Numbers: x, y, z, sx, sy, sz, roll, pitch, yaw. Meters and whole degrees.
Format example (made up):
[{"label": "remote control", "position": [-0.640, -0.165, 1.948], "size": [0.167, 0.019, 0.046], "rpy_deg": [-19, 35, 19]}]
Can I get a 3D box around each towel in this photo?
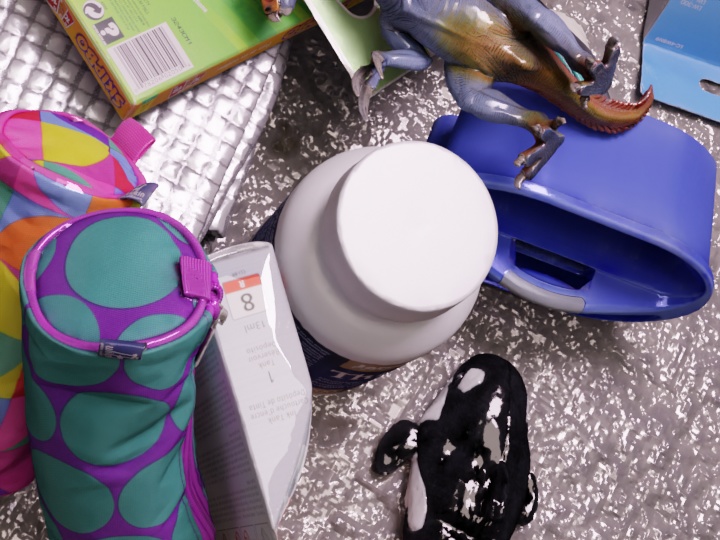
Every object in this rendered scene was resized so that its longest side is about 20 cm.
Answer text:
[{"label": "towel", "position": [-0.135, -0.102, 0.780], "size": [0.164, 0.086, 0.202], "rpy_deg": [24, 70, -13]}]

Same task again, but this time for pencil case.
[{"label": "pencil case", "position": [-0.110, 0.072, 0.654], "size": [0.091, 0.202, 0.086], "rpy_deg": [7, 44, 0]}, {"label": "pencil case", "position": [-0.170, 0.017, 0.690], "size": [0.088, 0.089, 0.201], "rpy_deg": [24, 113, -11]}]

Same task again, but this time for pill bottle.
[{"label": "pill bottle", "position": [0.000, 0.000, 0.735], "size": [0.109, 0.200, 0.113], "rpy_deg": [4, 77, -16]}]

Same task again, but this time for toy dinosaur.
[{"label": "toy dinosaur", "position": [0.037, -0.121, 0.722], "size": [0.181, 0.200, 0.106], "rpy_deg": [38, 98, 25]}]

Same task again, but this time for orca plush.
[{"label": "orca plush", "position": [0.053, 0.137, 0.791], "size": [0.105, 0.071, 0.201], "rpy_deg": [39, 70, -6]}]

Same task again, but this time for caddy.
[{"label": "caddy", "position": [0.115, -0.029, 0.811], "size": [0.198, 0.141, 0.106], "rpy_deg": [19, 70, -12]}]

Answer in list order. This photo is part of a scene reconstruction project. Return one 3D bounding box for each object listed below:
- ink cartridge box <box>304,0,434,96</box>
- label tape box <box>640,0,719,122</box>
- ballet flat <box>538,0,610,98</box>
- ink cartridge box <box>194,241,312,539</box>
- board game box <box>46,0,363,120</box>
[{"label": "ink cartridge box", "position": [0.035, -0.202, 0.789], "size": [0.199, 0.048, 0.146], "rpy_deg": [-35, 97, -19]}, {"label": "label tape box", "position": [0.276, -0.200, 0.940], "size": [0.142, 0.066, 0.203], "rpy_deg": [16, 72, -14]}, {"label": "ballet flat", "position": [0.102, -0.154, 0.874], "size": [0.073, 0.073, 0.200], "rpy_deg": [-42, 86, -21]}, {"label": "ink cartridge box", "position": [-0.051, 0.099, 0.718], "size": [0.050, 0.162, 0.202], "rpy_deg": [-19, 84, -19]}, {"label": "board game box", "position": [-0.074, -0.165, 0.753], "size": [0.199, 0.030, 0.096], "rpy_deg": [-33, 89, -31]}]
